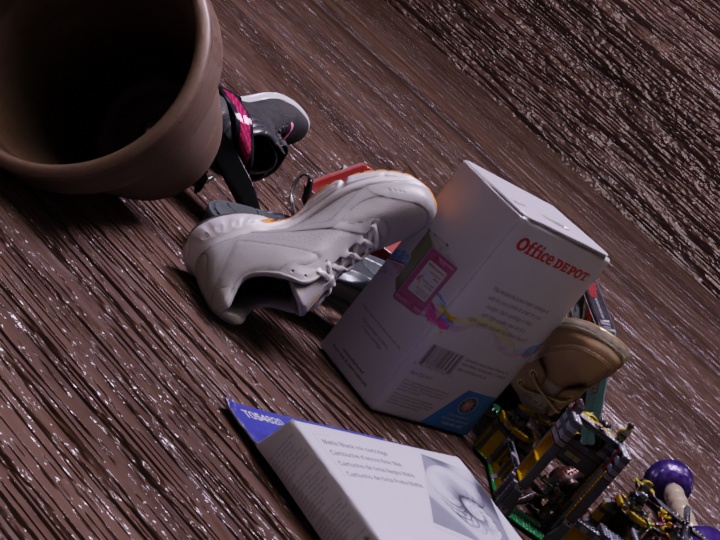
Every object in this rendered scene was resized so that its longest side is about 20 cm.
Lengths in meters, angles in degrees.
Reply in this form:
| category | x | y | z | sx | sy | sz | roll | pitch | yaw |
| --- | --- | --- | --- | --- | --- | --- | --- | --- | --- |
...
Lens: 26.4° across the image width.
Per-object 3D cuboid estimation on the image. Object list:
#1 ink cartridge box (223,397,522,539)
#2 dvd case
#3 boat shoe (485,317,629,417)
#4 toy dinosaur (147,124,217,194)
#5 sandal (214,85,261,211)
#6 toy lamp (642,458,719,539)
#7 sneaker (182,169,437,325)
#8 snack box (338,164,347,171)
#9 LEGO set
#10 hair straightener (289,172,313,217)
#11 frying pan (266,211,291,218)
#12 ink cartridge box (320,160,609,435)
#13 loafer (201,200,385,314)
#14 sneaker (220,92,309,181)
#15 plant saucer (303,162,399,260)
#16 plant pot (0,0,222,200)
| category | x | y | z | sx | sy | sz | roll | pitch | yaw |
| --- | --- | --- | --- | --- | --- | --- | --- | --- | --- |
| ink cartridge box | 0.027 | 0.156 | 1.033 | 0.199 | 0.041 | 0.200 | 20 | 23 | -52 |
| dvd case | 0.221 | 0.093 | 1.524 | 0.022 | 0.146 | 0.200 | 7 | 16 | -1 |
| boat shoe | 0.163 | 0.094 | 1.335 | 0.074 | 0.069 | 0.200 | 36 | -22 | -9 |
| toy dinosaur | -0.174 | -0.124 | 1.325 | 0.200 | 0.077 | 0.102 | 7 | 48 | -57 |
| sandal | -0.108 | -0.110 | 1.329 | 0.200 | 0.045 | 0.075 | 64 | -5 | 0 |
| toy lamp | 0.307 | 0.239 | 1.443 | 0.058 | 0.058 | 0.200 | 36 | 14 | -12 |
| sneaker | -0.030 | -0.008 | 1.176 | 0.076 | 0.200 | 0.092 | 78 | -9 | -48 |
| snack box | 0.014 | -0.045 | 1.625 | 0.116 | 0.037 | 0.200 | 35 | 14 | -8 |
| LEGO set | 0.198 | 0.167 | 1.265 | 0.200 | 0.116 | 0.154 | 38 | 14 | -4 |
| hair straightener | 0.000 | 0.000 | 1.360 | 0.200 | 0.041 | 0.077 | 56 | 18 | -4 |
| frying pan | -0.027 | 0.001 | 1.411 | 0.190 | 0.031 | 0.115 | 29 | 20 | -28 |
| ink cartridge box | 0.088 | 0.025 | 1.260 | 0.144 | 0.200 | 0.085 | 22 | 22 | -50 |
| loafer | -0.047 | 0.005 | 1.281 | 0.200 | 0.063 | 0.072 | 21 | 22 | -21 |
| sneaker | -0.099 | -0.129 | 1.549 | 0.099 | 0.071 | 0.200 | 48 | 22 | 25 |
| plant saucer | 0.043 | -0.022 | 1.481 | 0.200 | 0.037 | 0.200 | 39 | 18 | 7 |
| plant pot | -0.181 | -0.134 | 1.158 | 0.200 | 0.200 | 0.175 | 45 | -1 | 21 |
